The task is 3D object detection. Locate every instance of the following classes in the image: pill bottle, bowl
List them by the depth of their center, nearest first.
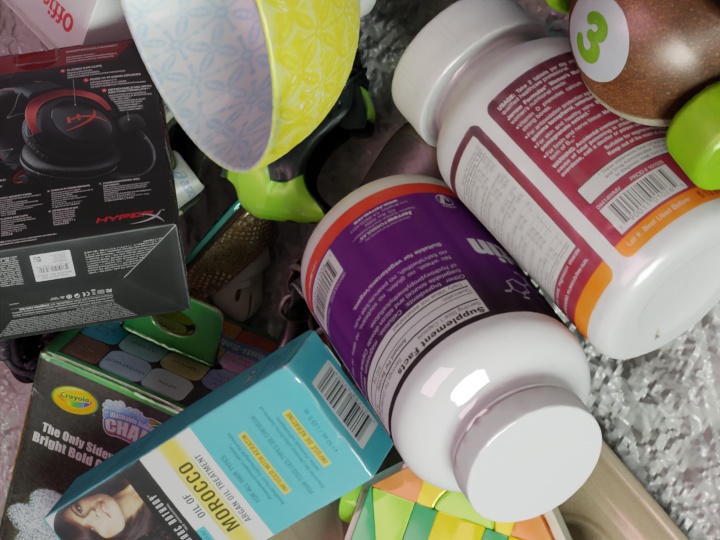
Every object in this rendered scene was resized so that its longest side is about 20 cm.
[{"bbox_3d":[0.111,-0.056,0.961,0.200,0.109,0.110,50,121,27],"label":"pill bottle"},{"bbox_3d":[0.051,0.042,0.963,0.113,0.112,0.200,-62,38,24],"label":"pill bottle"},{"bbox_3d":[-0.055,-0.166,1.007,0.200,0.108,0.200,47,150,38],"label":"bowl"}]

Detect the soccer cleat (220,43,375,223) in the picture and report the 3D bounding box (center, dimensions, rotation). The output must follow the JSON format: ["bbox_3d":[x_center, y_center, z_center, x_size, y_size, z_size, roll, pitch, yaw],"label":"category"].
[{"bbox_3d":[-0.023,-0.126,1.100,0.081,0.068,0.200,15,89,16],"label":"soccer cleat"}]

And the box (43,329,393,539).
[{"bbox_3d":[-0.083,0.120,1.018,0.200,0.049,0.082,-34,99,27],"label":"box"}]

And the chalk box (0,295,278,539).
[{"bbox_3d":[-0.133,0.092,1.123,0.125,0.124,0.200,23,117,9],"label":"chalk box"}]

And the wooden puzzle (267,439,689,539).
[{"bbox_3d":[0.067,0.165,1.021,0.200,0.046,0.185,-42,67,5],"label":"wooden puzzle"}]

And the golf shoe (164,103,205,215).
[{"bbox_3d":[-0.154,-0.048,1.154,0.097,0.078,0.200,-2,48,29],"label":"golf shoe"}]

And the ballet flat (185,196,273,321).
[{"bbox_3d":[-0.104,0.018,1.188,0.065,0.071,0.200,46,126,-2],"label":"ballet flat"}]

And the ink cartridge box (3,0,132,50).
[{"bbox_3d":[-0.157,-0.248,1.182,0.145,0.083,0.200,45,119,43],"label":"ink cartridge box"}]

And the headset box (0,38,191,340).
[{"bbox_3d":[-0.189,-0.059,1.080,0.075,0.148,0.200,86,173,-45],"label":"headset box"}]

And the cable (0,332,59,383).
[{"bbox_3d":[-0.224,-0.022,1.231,0.051,0.163,0.200,-3,89,5],"label":"cable"}]

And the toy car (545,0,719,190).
[{"bbox_3d":[0.158,-0.166,0.837,0.158,0.200,0.164,-35,61,3],"label":"toy car"}]

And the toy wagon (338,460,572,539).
[{"bbox_3d":[0.042,0.202,0.974,0.155,0.040,0.200,17,83,23],"label":"toy wagon"}]

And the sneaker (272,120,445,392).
[{"bbox_3d":[0.000,0.000,1.075,0.077,0.082,0.200,37,115,33],"label":"sneaker"}]
